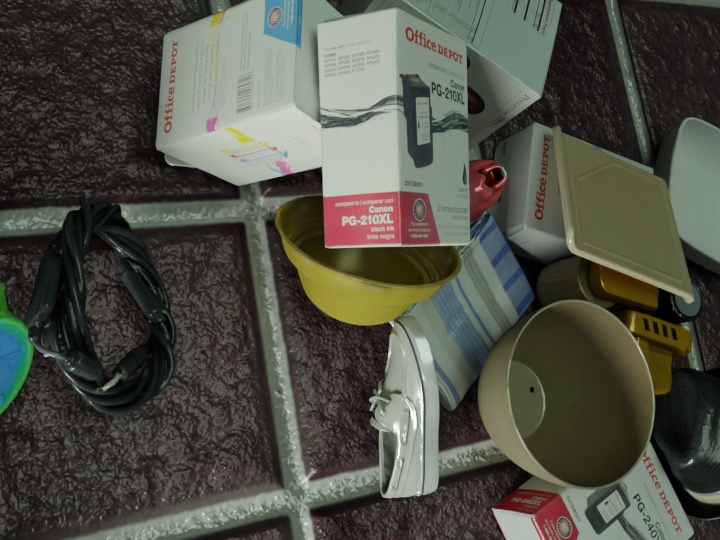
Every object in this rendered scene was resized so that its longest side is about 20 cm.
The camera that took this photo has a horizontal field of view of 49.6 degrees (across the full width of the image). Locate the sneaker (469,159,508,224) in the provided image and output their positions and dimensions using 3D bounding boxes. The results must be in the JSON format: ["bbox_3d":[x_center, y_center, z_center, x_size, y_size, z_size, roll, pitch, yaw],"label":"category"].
[{"bbox_3d":[0.131,-0.089,0.870,0.074,0.087,0.200,61,25,-5],"label":"sneaker"}]

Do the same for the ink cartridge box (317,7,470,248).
[{"bbox_3d":[0.035,-0.123,0.720,0.145,0.084,0.201,-4,93,-58],"label":"ink cartridge box"}]

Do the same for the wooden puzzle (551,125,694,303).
[{"bbox_3d":[0.304,-0.065,0.920,0.199,0.037,0.186,23,49,-22],"label":"wooden puzzle"}]

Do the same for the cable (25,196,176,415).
[{"bbox_3d":[-0.221,0.026,0.708,0.163,0.051,0.201,46,29,-45],"label":"cable"}]

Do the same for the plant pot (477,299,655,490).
[{"bbox_3d":[0.210,0.143,0.885,0.199,0.134,0.202,7,75,-25],"label":"plant pot"}]

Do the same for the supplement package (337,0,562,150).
[{"bbox_3d":[0.079,-0.251,0.875,0.199,0.191,0.148,29,59,-17],"label":"supplement package"}]

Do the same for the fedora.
[{"bbox_3d":[0.405,0.190,0.937,0.091,0.200,0.201,32,66,-19],"label":"fedora"}]

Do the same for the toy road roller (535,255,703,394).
[{"bbox_3d":[0.317,0.072,0.960,0.199,0.123,0.147,18,71,-21],"label":"toy road roller"}]

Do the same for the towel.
[{"bbox_3d":[0.126,0.047,0.907,0.200,0.024,0.147,-47,119,-26],"label":"towel"}]

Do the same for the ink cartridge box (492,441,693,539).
[{"bbox_3d":[0.274,0.292,0.910,0.199,0.083,0.146,-27,91,-28],"label":"ink cartridge box"}]

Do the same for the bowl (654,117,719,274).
[{"bbox_3d":[0.493,-0.097,1.113,0.199,0.075,0.201,25,69,-19],"label":"bowl"}]

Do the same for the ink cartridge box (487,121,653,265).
[{"bbox_3d":[0.270,-0.083,0.996,0.199,0.085,0.145,15,72,-21],"label":"ink cartridge box"}]

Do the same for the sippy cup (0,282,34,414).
[{"bbox_3d":[-0.360,0.059,0.625,0.130,0.140,0.178,32,68,17],"label":"sippy cup"}]

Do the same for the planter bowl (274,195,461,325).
[{"bbox_3d":[0.000,0.000,0.823,0.199,0.201,0.084,2,120,-25],"label":"planter bowl"}]

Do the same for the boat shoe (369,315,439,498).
[{"bbox_3d":[0.040,0.148,0.820,0.065,0.072,0.201,-9,111,-17],"label":"boat shoe"}]

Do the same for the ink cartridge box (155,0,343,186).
[{"bbox_3d":[-0.104,-0.174,0.778,0.125,0.199,0.129,22,65,-54],"label":"ink cartridge box"}]
